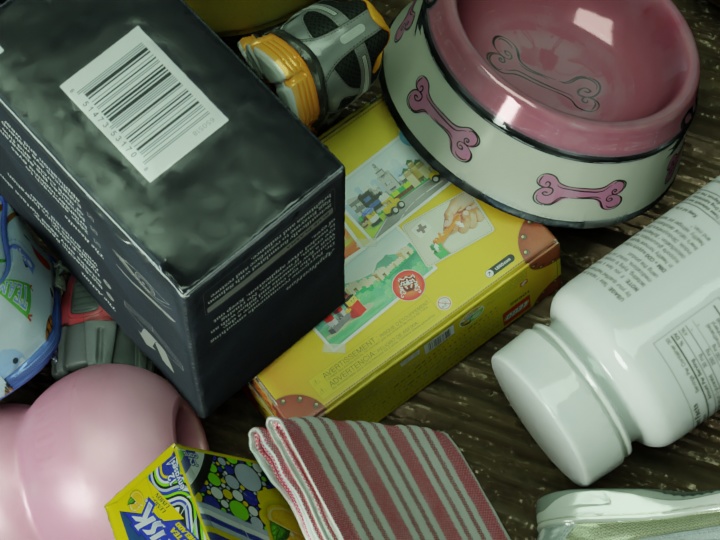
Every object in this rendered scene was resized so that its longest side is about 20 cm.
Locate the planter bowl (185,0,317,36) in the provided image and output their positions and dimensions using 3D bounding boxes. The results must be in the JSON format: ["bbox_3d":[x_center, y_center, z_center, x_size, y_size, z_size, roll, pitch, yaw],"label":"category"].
[{"bbox_3d":[-0.075,-0.204,1.556,0.200,0.083,0.200,-16,25,7],"label":"planter bowl"}]

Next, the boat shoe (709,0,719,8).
[{"bbox_3d":[0.232,-0.206,1.556,0.200,0.068,0.072,37,77,19],"label":"boat shoe"}]

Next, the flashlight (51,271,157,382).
[{"bbox_3d":[-0.154,-0.019,1.523,0.068,0.068,0.200,13,61,-23],"label":"flashlight"}]

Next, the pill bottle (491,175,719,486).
[{"bbox_3d":[0.184,0.032,1.438,0.200,0.113,0.113,-34,69,-9],"label":"pill bottle"}]

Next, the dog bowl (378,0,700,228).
[{"bbox_3d":[0.117,-0.124,1.484,0.200,0.074,0.200,12,49,-14],"label":"dog bowl"}]

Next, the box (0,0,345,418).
[{"bbox_3d":[-0.113,-0.050,1.362,0.117,0.200,0.197,-39,74,-15],"label":"box"}]

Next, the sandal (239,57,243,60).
[{"bbox_3d":[-0.072,-0.097,1.498,0.043,0.076,0.200,-38,27,-7],"label":"sandal"}]

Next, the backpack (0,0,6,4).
[{"bbox_3d":[-0.296,-0.139,1.537,0.168,0.163,0.200,-8,57,-20],"label":"backpack"}]

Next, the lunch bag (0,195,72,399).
[{"bbox_3d":[-0.264,0.043,1.456,0.200,0.076,0.160,-32,25,5],"label":"lunch bag"}]

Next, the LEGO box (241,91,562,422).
[{"bbox_3d":[0.000,0.000,1.489,0.200,0.077,0.149,-35,69,-9],"label":"LEGO box"}]

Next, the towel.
[{"bbox_3d":[0.026,0.151,1.377,0.030,0.200,0.146,-38,65,24],"label":"towel"}]

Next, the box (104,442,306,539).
[{"bbox_3d":[-0.044,0.155,1.362,0.064,0.200,0.070,-40,55,27],"label":"box"}]

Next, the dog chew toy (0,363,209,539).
[{"bbox_3d":[-0.191,0.128,1.437,0.200,0.125,0.125,-14,67,12],"label":"dog chew toy"}]

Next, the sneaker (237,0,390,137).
[{"bbox_3d":[-0.024,-0.125,1.485,0.077,0.200,0.078,-34,97,-3],"label":"sneaker"}]

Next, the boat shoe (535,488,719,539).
[{"bbox_3d":[0.200,0.162,1.409,0.202,0.074,0.065,1,73,10],"label":"boat shoe"}]
